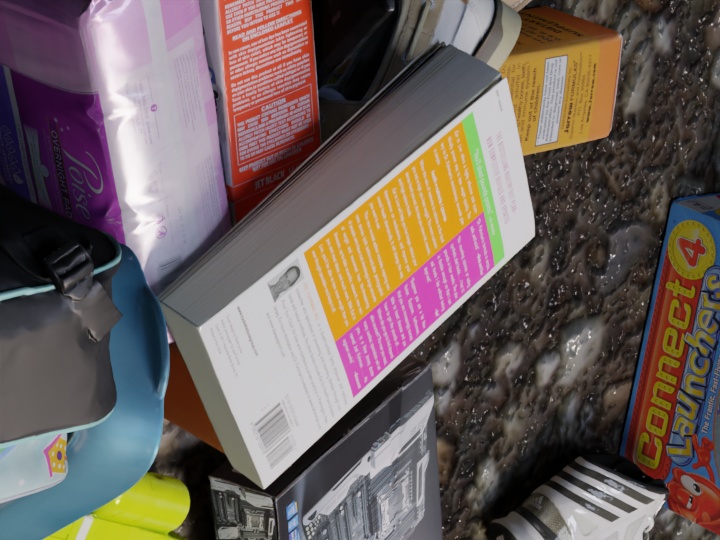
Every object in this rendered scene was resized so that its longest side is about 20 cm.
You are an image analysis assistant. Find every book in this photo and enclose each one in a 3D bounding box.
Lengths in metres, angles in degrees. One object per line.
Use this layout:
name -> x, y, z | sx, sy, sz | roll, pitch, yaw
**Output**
book -> 0.000, 0.000, 1.465 | 0.200, 0.048, 0.134 | -42, 141, -20

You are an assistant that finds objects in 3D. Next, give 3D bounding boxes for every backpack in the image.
backpack -> -0.222, 0.025, 1.312 | 0.176, 0.200, 0.154 | -18, 128, -41

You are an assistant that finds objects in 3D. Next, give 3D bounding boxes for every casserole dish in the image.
casserole dish -> -0.157, 0.061, 1.413 | 0.039, 0.200, 0.121 | 4, 69, -35

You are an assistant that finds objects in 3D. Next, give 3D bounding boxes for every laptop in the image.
laptop -> 0.018, -0.201, 1.452 | 0.103, 0.177, 0.200 | -7, 80, -16

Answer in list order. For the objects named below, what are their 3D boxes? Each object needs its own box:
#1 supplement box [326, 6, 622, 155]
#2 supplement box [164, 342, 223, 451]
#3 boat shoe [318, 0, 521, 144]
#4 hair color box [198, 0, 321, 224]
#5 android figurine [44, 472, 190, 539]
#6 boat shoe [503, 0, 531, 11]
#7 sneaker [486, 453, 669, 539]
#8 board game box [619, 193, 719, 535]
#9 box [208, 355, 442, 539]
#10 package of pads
supplement box -> 0.056, -0.099, 1.648 | 0.200, 0.066, 0.069 | -16, 120, -43
supplement box -> -0.023, 0.016, 1.610 | 0.200, 0.066, 0.069 | -35, 132, -30
boat shoe -> -0.003, -0.071, 1.524 | 0.068, 0.075, 0.200 | 36, 85, -22
hair color box -> -0.080, -0.136, 1.447 | 0.064, 0.111, 0.200 | -24, 125, -34
android figurine -> -0.158, 0.186, 1.583 | 0.200, 0.041, 0.182 | 25, 91, -52
boat shoe -> 0.126, -0.215, 1.662 | 0.200, 0.069, 0.074 | -52, 138, -15
sneaker -> 0.166, 0.194, 1.898 | 0.115, 0.076, 0.201 | -40, 133, -12
board game box -> 0.266, 0.076, 1.863 | 0.056, 0.196, 0.200 | -8, 114, -45
box -> -0.015, 0.166, 1.698 | 0.158, 0.050, 0.200 | -38, 134, -44
package of pads -> -0.127, -0.072, 1.422 | 0.076, 0.120, 0.200 | -31, 129, -33
